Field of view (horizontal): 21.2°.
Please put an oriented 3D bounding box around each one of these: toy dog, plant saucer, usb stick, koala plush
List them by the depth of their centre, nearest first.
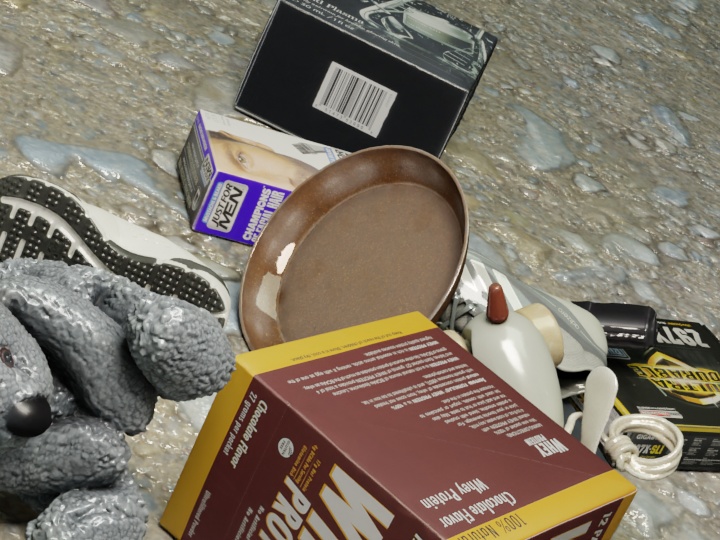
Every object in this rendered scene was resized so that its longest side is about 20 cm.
[{"bbox_3d":[-0.212,0.061,1.076,0.184,0.178,0.200,30,8,29],"label":"koala plush"},{"bbox_3d":[0.123,0.084,1.326,0.132,0.096,0.200,-38,57,-26],"label":"toy dog"},{"bbox_3d":[0.000,0.000,1.427,0.034,0.200,0.200,43,7,-46],"label":"plant saucer"},{"bbox_3d":[0.140,0.041,1.547,0.200,0.033,0.055,4,20,10],"label":"usb stick"}]

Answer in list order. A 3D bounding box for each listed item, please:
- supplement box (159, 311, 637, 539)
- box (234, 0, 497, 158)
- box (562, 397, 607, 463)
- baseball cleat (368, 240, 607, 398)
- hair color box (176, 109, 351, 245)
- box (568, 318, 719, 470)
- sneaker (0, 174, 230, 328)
[{"bbox_3d":[0.025,0.148,1.201,0.200,0.133,0.197,38,28,26],"label":"supplement box"},{"bbox_3d":[0.009,-0.192,1.857,0.200,0.124,0.197,26,23,1],"label":"box"},{"bbox_3d":[0.090,0.113,1.429,0.159,0.046,0.200,13,27,-25],"label":"box"},{"bbox_3d":[0.098,0.038,1.447,0.200,0.070,0.106,18,31,-7],"label":"baseball cleat"},{"bbox_3d":[-0.048,-0.062,1.620,0.200,0.065,0.109,13,28,-21],"label":"hair color box"},{"bbox_3d":[0.250,0.100,1.603,0.200,0.049,0.160,6,29,-35],"label":"box"},{"bbox_3d":[-0.183,-0.006,1.398,0.200,0.074,0.080,31,11,2],"label":"sneaker"}]
